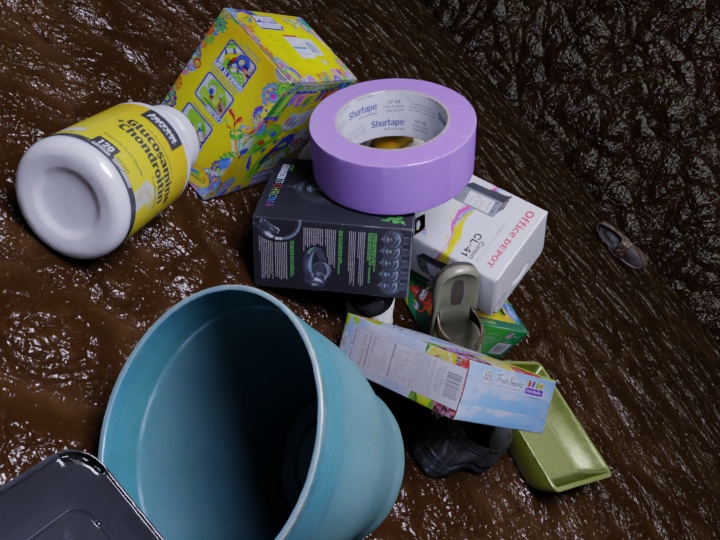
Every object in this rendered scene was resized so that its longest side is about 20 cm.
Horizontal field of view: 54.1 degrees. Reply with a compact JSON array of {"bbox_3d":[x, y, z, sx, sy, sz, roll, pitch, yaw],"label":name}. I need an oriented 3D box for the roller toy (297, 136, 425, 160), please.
[{"bbox_3d":[0.006,-0.152,1.035,0.140,0.200,0.182,45,13,3],"label":"roller toy"}]

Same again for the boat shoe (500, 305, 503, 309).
[{"bbox_3d":[0.199,-0.018,1.099,0.065,0.074,0.203,42,31,-17],"label":"boat shoe"}]

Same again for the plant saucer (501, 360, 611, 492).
[{"bbox_3d":[0.254,0.228,1.020,0.198,0.048,0.202,10,43,-49],"label":"plant saucer"}]

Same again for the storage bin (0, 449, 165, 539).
[{"bbox_3d":[-0.157,0.221,0.383,0.200,0.094,0.135,47,26,6],"label":"storage bin"}]

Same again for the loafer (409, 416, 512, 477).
[{"bbox_3d":[0.144,0.203,0.866,0.198,0.072,0.073,2,48,-54],"label":"loafer"}]

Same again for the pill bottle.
[{"bbox_3d":[-0.236,-0.101,0.698,0.112,0.112,0.201,40,27,-9],"label":"pill bottle"}]

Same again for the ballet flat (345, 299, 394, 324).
[{"bbox_3d":[0.016,0.026,0.942,0.067,0.062,0.202,30,31,-24],"label":"ballet flat"}]

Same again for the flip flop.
[{"bbox_3d":[0.133,0.075,0.936,0.079,0.203,0.058,-15,45,-11],"label":"flip flop"}]

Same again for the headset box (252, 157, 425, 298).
[{"bbox_3d":[-0.019,-0.057,0.867,0.195,0.095,0.175,5,31,3],"label":"headset box"}]

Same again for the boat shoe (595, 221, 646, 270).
[{"bbox_3d":[0.833,-0.078,2.269,0.200,0.071,0.070,48,19,23],"label":"boat shoe"}]

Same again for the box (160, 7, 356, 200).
[{"bbox_3d":[-0.136,-0.214,0.913,0.122,0.193,0.200,46,26,4],"label":"box"}]

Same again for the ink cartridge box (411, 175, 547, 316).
[{"bbox_3d":[0.143,-0.054,1.001,0.198,0.086,0.148,29,62,26],"label":"ink cartridge box"}]

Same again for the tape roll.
[{"bbox_3d":[0.038,-0.152,0.839,0.195,0.067,0.203,-3,42,2],"label":"tape roll"}]

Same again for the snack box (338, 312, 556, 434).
[{"bbox_3d":[0.094,0.116,0.809,0.167,0.069,0.198,19,-3,-42],"label":"snack box"}]

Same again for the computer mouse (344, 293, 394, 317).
[{"bbox_3d":[0.000,0.000,0.922,0.034,0.058,0.201,44,12,-34],"label":"computer mouse"}]

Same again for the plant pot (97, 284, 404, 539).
[{"bbox_3d":[-0.064,0.138,0.546,0.187,0.199,0.202,34,24,-54],"label":"plant pot"}]

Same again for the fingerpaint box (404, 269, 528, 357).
[{"bbox_3d":[0.153,0.042,1.105,0.198,0.073,0.169,14,40,-47],"label":"fingerpaint box"}]
